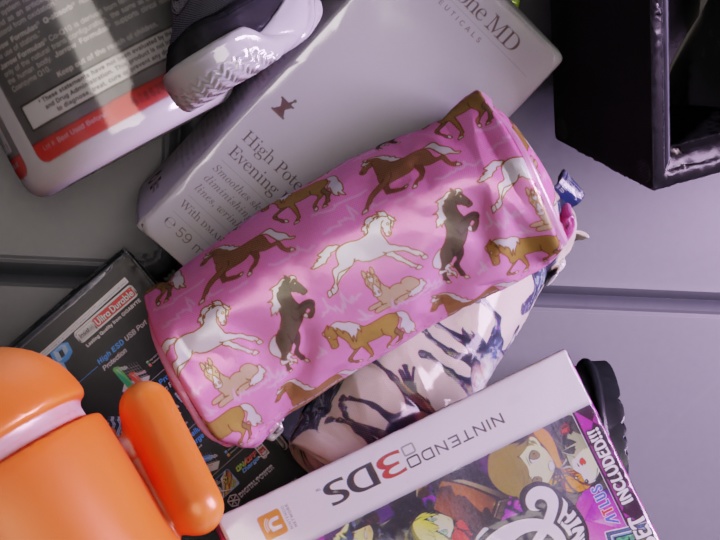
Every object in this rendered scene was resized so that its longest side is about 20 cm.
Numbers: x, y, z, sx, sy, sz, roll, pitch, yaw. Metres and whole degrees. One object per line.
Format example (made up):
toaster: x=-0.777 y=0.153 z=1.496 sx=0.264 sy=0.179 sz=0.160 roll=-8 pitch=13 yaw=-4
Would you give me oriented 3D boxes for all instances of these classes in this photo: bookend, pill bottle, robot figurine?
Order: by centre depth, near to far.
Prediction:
robot figurine: x=-0.139 y=0.117 z=0.801 sx=0.143 sy=0.116 sz=0.201 roll=-36 pitch=85 yaw=24
pill bottle: x=-0.153 y=-0.148 z=0.901 sx=0.115 sy=0.116 sz=0.201 roll=-28 pitch=96 yaw=-9
bookend: x=0.195 y=-0.165 z=0.911 sx=0.198 sy=0.092 sz=0.201 roll=-14 pitch=115 yaw=-22

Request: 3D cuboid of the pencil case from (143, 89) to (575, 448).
pencil case: x=0.000 y=0.000 z=0.870 sx=0.199 sy=0.087 sz=0.083 roll=-32 pitch=54 yaw=1

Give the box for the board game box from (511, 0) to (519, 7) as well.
board game box: x=0.045 y=-0.241 z=0.972 sx=0.100 sy=0.048 sz=0.202 roll=10 pitch=89 yaw=-10

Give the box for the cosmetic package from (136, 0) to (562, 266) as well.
cosmetic package: x=-0.008 y=-0.070 z=0.926 sx=0.102 sy=0.074 sz=0.200 roll=40 pitch=99 yaw=-16

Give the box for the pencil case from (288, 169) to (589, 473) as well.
pencil case: x=0.039 y=0.034 z=0.939 sx=0.089 sy=0.078 sz=0.201 roll=31 pitch=71 yaw=-4

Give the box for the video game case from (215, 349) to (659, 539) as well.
video game case: x=0.055 y=0.163 z=0.846 sx=0.180 sy=0.036 sz=0.202 roll=-24 pitch=81 yaw=-10

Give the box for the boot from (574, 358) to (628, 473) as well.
boot: x=0.051 y=0.143 z=0.972 sx=0.161 sy=0.073 sz=0.201 roll=3 pitch=89 yaw=-5

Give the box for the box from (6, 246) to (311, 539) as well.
box: x=-0.141 y=0.113 z=0.943 sx=0.200 sy=0.046 sz=0.159 roll=-41 pitch=98 yaw=-7

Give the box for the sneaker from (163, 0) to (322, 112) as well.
sneaker: x=-0.071 y=-0.154 z=0.852 sx=0.075 sy=0.201 sz=0.114 roll=-28 pitch=111 yaw=24
